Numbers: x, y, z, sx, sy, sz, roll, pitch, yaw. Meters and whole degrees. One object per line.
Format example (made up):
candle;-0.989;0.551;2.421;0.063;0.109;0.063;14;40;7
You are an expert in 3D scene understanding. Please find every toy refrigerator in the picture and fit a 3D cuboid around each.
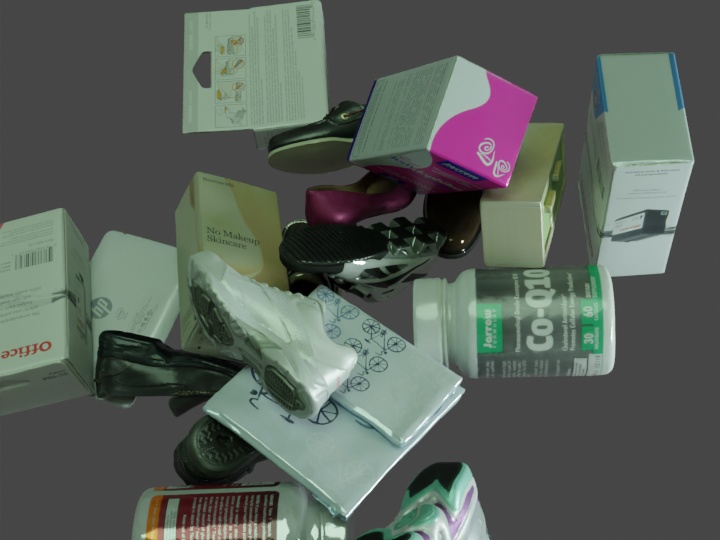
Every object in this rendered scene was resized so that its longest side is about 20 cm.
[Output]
toy refrigerator;0.179;-0.084;1.315;0.069;0.076;0.200;2;29;16

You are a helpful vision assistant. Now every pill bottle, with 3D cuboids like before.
pill bottle;-0.107;0.257;1.163;0.198;0.113;0.114;-3;57;5
pill bottle;0.155;0.053;1.262;0.198;0.113;0.114;-2;58;5

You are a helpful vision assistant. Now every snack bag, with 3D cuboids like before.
snack bag;-0.028;0.119;1.184;0.188;0.021;0.200;35;54;19

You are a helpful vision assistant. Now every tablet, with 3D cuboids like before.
tablet;-0.269;0.050;1.372;0.129;0.014;0.201;15;60;16

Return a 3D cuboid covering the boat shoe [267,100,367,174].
boat shoe;-0.014;-0.160;1.435;0.200;0.074;0.064;-13;69;-10

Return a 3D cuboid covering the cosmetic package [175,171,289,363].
cosmetic package;-0.137;-0.003;1.315;0.104;0.071;0.201;12;44;-26

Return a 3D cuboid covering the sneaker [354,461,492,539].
sneaker;0.061;0.285;1.126;0.077;0.141;0.200;-5;26;49

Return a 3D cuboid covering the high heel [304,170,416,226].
high heel;0.008;-0.100;1.366;0.067;0.097;0.200;3;40;31

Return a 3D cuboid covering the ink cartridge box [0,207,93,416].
ink cartridge box;-0.371;0.048;1.332;0.145;0.083;0.201;-13;55;4

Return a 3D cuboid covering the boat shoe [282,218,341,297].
boat shoe;-0.056;0.021;1.334;0.073;0.065;0.201;-11;56;1

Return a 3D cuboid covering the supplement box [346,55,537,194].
supplement box;0.080;-0.145;1.277;0.101;0.200;0.104;23;81;-21

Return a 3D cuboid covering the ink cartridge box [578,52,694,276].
ink cartridge box;0.285;-0.107;1.297;0.083;0.201;0.146;-3;57;2

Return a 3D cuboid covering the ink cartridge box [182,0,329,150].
ink cartridge box;-0.128;-0.239;1.518;0.175;0.045;0.201;-5;57;2

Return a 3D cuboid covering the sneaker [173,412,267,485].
sneaker;-0.106;0.165;1.246;0.199;0.114;0.077;-22;80;-39

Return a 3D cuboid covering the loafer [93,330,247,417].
loafer;-0.183;0.118;1.296;0.198;0.073;0.073;13;91;8

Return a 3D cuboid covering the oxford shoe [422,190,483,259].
oxford shoe;0.108;-0.107;1.386;0.072;0.085;0.201;5;60;8

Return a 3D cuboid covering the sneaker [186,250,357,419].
sneaker;-0.084;0.048;1.181;0.099;0.078;0.200;-35;72;-33

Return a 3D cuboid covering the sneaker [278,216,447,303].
sneaker;0.000;0.000;1.294;0.199;0.089;0.074;-4;35;-34
